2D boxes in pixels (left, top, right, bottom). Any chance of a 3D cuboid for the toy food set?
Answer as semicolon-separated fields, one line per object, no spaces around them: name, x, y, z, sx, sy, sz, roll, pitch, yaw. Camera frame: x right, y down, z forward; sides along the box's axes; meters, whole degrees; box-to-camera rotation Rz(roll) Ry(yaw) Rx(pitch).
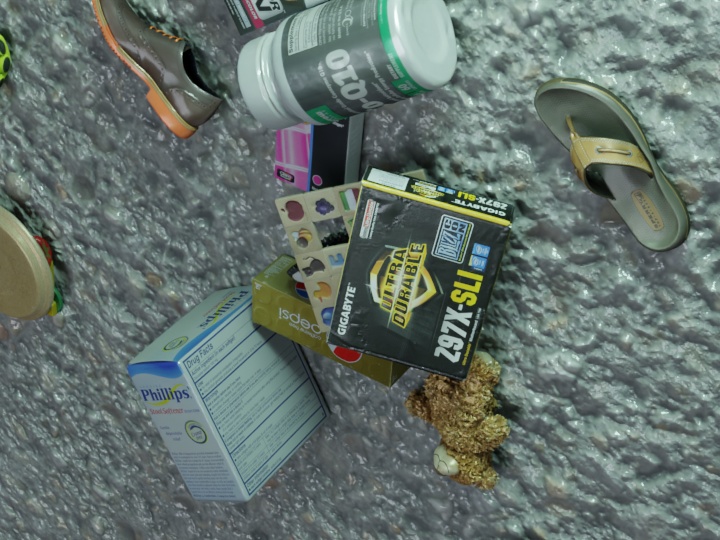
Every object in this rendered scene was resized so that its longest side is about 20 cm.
toy food set;-0.504;-0.017;1.919;0.199;0.049;0.199;25;132;22

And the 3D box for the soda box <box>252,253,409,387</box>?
soda box;-0.030;0.057;1.580;0.199;0.064;0.068;24;132;24

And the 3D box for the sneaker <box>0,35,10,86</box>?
sneaker;-0.514;-0.242;1.751;0.084;0.074;0.200;44;137;-1

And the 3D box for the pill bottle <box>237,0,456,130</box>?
pill bottle;-0.015;-0.208;1.328;0.199;0.113;0.114;-14;110;33

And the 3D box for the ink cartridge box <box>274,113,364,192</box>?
ink cartridge box;-0.042;-0.171;1.454;0.094;0.037;0.201;25;130;23

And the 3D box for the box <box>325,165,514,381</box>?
box;0.060;0.005;1.411;0.158;0.049;0.201;15;121;2

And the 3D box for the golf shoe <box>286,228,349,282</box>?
golf shoe;0.000;0.000;1.508;0.199;0.078;0.095;-16;108;45

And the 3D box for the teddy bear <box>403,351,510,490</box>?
teddy bear;0.110;0.164;1.541;0.144;0.067;0.201;32;134;21

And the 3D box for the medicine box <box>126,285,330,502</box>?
medicine box;-0.157;0.149;1.660;0.102;0.182;0.201;-9;113;41

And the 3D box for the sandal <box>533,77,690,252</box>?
sandal;0.233;-0.094;1.271;0.081;0.055;0.201;-26;101;46

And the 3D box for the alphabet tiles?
alphabet tiles;0.015;-0.003;1.448;0.166;0.008;0.201;-10;117;17

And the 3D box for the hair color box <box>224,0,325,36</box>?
hair color box;-0.059;-0.314;1.347;0.199;0.061;0.100;-13;110;42

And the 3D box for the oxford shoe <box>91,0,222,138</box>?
oxford shoe;-0.230;-0.251;1.539;0.072;0.071;0.201;-35;91;18
